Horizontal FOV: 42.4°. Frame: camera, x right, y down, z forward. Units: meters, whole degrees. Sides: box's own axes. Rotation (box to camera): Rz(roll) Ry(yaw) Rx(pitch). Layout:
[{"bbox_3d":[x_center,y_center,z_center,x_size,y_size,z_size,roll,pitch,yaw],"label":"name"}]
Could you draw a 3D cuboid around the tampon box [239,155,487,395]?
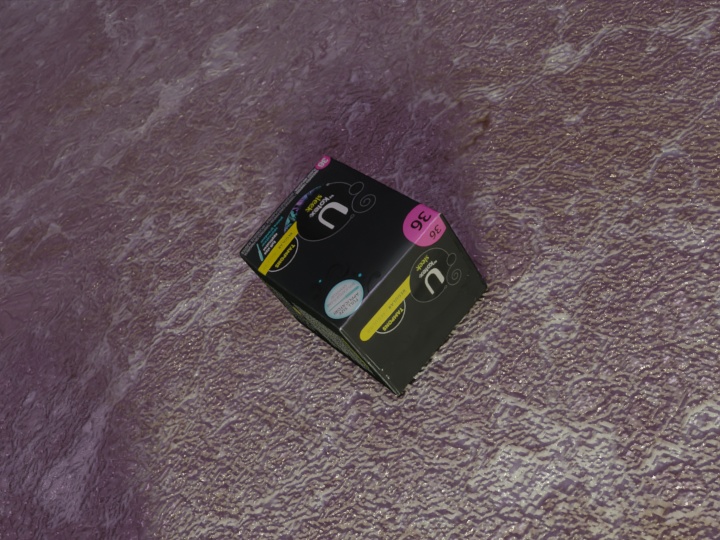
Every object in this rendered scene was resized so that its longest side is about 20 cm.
[{"bbox_3d":[0.000,0.000,0.964,0.150,0.127,0.199,-49,42,-10],"label":"tampon box"}]
